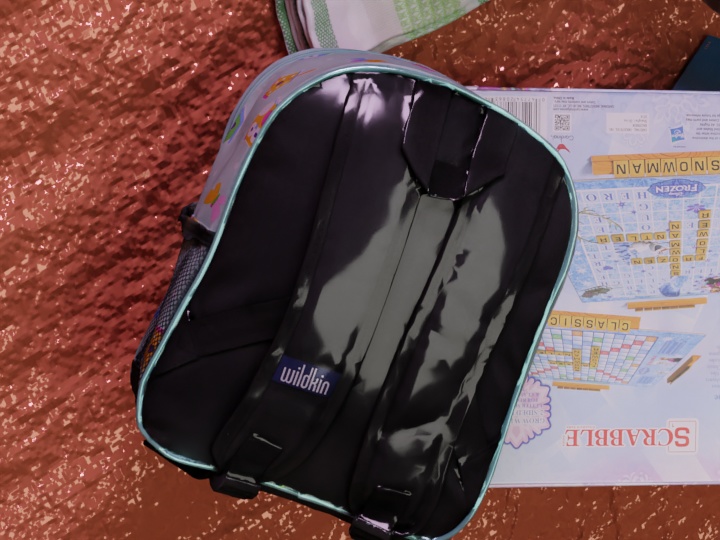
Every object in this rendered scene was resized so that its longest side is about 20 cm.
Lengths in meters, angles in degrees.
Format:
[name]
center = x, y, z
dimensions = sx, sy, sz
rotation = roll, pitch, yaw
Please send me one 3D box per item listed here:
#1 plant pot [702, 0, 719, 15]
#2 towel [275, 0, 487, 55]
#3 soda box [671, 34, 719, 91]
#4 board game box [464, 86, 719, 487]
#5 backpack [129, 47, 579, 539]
[plant pot]
center = 0.232, -0.216, 1.019
dimensions = 0.172, 0.200, 0.201
rotation = -29, 123, -3
[towel]
center = 0.039, -0.191, 0.984
dimensions = 0.199, 0.031, 0.150
rotation = -27, 122, -23
[soda box]
center = 0.172, -0.023, 1.114
dimensions = 0.064, 0.068, 0.201
rotation = 35, 88, -38
[board game box]
center = 0.144, 0.009, 1.047
dimensions = 0.198, 0.041, 0.202
rotation = 1, 92, -8
[backpack]
center = 0.000, 0.000, 0.939
dimensions = 0.174, 0.153, 0.202
rotation = 21, 104, -11
